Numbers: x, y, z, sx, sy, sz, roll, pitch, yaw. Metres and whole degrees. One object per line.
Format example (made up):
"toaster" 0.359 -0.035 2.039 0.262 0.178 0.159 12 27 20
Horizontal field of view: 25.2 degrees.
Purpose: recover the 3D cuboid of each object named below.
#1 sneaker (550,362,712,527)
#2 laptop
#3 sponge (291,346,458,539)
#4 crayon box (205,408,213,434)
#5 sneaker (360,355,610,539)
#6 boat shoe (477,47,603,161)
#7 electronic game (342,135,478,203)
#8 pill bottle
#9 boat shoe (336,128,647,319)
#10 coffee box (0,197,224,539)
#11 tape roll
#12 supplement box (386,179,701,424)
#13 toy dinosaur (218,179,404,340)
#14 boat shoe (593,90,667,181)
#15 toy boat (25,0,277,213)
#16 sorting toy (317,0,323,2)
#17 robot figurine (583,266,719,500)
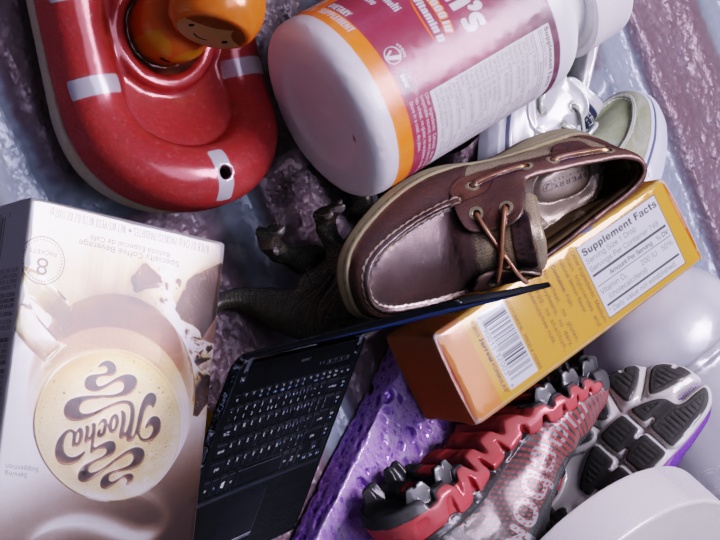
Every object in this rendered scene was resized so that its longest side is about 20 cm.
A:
"sneaker" 0.159 0.147 1.057 0.083 0.081 0.200 29 103 -45
"laptop" 0.000 0.083 0.858 0.177 0.103 0.201 -5 117 -69
"sponge" 0.027 0.145 1.007 0.111 0.030 0.201 42 61 -26
"crayon box" -0.160 0.088 0.855 0.200 0.051 0.127 47 59 -24
"sneaker" 0.090 0.130 0.994 0.200 0.071 0.098 -36 106 -33
"boat shoe" 0.117 -0.102 1.005 0.074 0.066 0.201 43 52 -65
"electronic game" 0.051 -0.115 1.048 0.199 0.041 0.201 -2 93 -39
"pill bottle" 0.054 -0.134 0.926 0.199 0.109 0.110 -32 104 -23
"boat shoe" 0.079 -0.026 0.916 0.199 0.072 0.073 -23 111 -27
"coffee box" -0.141 0.077 0.788 0.113 0.080 0.201 13 76 -36
"tape roll" 0.154 0.213 1.020 0.202 0.037 0.204 -26 138 -26
"supplement box" 0.117 0.017 1.011 0.199 0.066 0.069 -31 102 -25
"toy dinosaur" 0.000 0.000 0.958 0.200 0.077 0.103 -35 114 -23
"boat shoe" 0.150 -0.051 1.095 0.062 0.072 0.201 51 58 -41
"toy boat" -0.099 -0.133 0.878 0.130 0.130 0.201 -15 93 -38
"sorting toy" -0.059 -0.288 0.917 0.199 0.069 0.201 38 37 -28
"robot figurine" 0.229 0.079 1.118 0.169 0.113 0.201 -41 109 -22
